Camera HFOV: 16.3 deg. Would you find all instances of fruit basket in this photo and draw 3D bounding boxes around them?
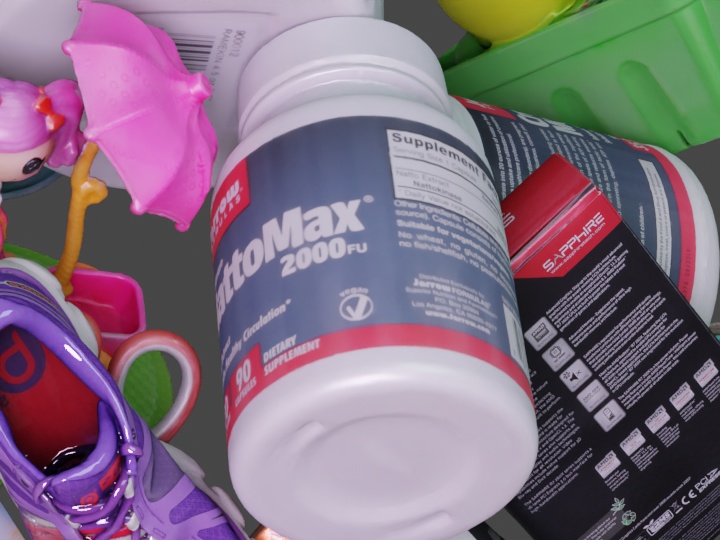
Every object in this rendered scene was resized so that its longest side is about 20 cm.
[{"bbox_3d":[0.104,-0.148,1.290,0.216,0.216,0.155,46,43,4],"label":"fruit basket"}]

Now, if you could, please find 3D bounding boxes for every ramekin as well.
[{"bbox_3d":[-0.082,-0.121,1.090,0.200,0.200,0.098,14,52,-27],"label":"ramekin"}]

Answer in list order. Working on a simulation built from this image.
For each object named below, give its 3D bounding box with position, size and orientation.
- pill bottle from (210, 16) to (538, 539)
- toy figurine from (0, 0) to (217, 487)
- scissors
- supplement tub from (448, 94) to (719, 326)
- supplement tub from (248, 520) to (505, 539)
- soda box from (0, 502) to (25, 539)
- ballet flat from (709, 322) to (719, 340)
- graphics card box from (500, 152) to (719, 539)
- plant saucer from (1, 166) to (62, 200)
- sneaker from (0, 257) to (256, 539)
[{"bbox_3d":[0.000,0.000,1.007,0.119,0.120,0.200,16,45,-25],"label":"pill bottle"},{"bbox_3d":[-0.141,-0.030,1.023,0.199,0.184,0.150,13,38,-20],"label":"toy figurine"},{"bbox_3d":[-0.103,0.114,1.001,0.073,0.201,0.014,1,11,-14],"label":"scissors"},{"bbox_3d":[0.057,-0.008,1.197,0.199,0.140,0.141,12,50,-29],"label":"supplement tub"},{"bbox_3d":[0.035,0.171,1.048,0.200,0.123,0.123,43,42,0],"label":"supplement tub"},{"bbox_3d":[-0.148,0.151,0.955,0.064,0.068,0.200,-30,84,-46],"label":"soda box"},{"bbox_3d":[0.246,0.090,1.323,0.200,0.068,0.067,41,23,-8],"label":"ballet flat"},{"bbox_3d":[0.102,0.057,1.135,0.200,0.125,0.051,47,0,-33],"label":"graphics card box"},{"bbox_3d":[-0.206,-0.117,1.145,0.200,0.036,0.201,27,49,-36],"label":"plant saucer"},{"bbox_3d":[-0.099,0.089,0.947,0.200,0.081,0.083,54,-4,-16],"label":"sneaker"}]
